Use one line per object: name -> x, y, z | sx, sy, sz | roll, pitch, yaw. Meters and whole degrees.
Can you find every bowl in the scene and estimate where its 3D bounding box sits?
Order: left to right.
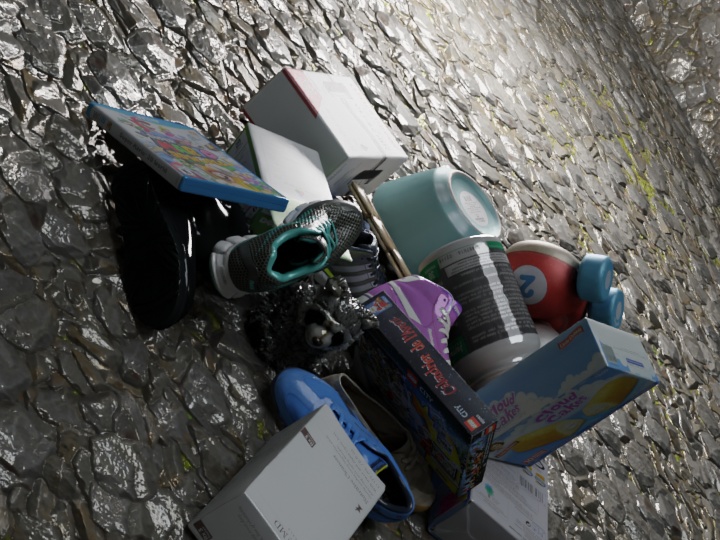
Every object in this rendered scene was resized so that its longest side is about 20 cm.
bowl -> 0.120, -0.064, 1.878 | 0.200, 0.105, 0.201 | 37, 32, -28

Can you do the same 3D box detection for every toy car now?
toy car -> 0.224, 0.081, 1.765 | 0.177, 0.183, 0.201 | 57, 48, -56

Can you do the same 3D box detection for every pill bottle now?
pill bottle -> 0.155, 0.067, 1.678 | 0.113, 0.113, 0.201 | 7, 58, -55

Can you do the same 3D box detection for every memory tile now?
memory tile -> 0.043, -0.019, 1.733 | 0.201, 0.017, 0.153 | 61, 2, 10

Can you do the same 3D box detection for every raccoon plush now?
raccoon plush -> -0.047, 0.022, 1.481 | 0.097, 0.134, 0.201 | 35, 33, -32

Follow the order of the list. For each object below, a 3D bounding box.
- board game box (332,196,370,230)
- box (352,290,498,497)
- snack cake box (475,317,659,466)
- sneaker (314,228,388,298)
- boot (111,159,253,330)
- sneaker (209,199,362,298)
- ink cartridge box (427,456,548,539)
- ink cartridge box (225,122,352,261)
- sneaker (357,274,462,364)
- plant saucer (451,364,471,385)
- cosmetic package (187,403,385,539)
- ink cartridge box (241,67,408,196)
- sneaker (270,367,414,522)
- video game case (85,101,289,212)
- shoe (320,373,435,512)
board game box -> -0.061, -0.076, 1.695 | 0.200, 0.019, 0.103 | 38, 30, -29
box -> 0.066, 0.136, 1.488 | 0.038, 0.137, 0.200 | -29, 61, -23
snack cake box -> 0.223, 0.142, 1.545 | 0.115, 0.200, 0.067 | 17, 44, -46
sneaker -> 0.000, 0.000, 1.639 | 0.200, 0.081, 0.074 | 39, 31, -27
boot -> -0.173, -0.016, 1.404 | 0.162, 0.073, 0.199 | 25, 41, -53
sneaker -> -0.056, -0.022, 1.390 | 0.200, 0.091, 0.078 | -30, 108, -41
ink cartridge box -> 0.154, 0.255, 1.604 | 0.136, 0.076, 0.200 | 42, 32, -20
ink cartridge box -> -0.085, -0.072, 1.542 | 0.103, 0.059, 0.201 | 21, 33, -33
sneaker -> 0.089, 0.086, 1.580 | 0.114, 0.073, 0.201 | -25, 65, -22
plant saucer -> 0.180, 0.158, 1.799 | 0.200, 0.035, 0.201 | 39, 31, -29
cosmetic package -> -0.065, 0.224, 1.286 | 0.113, 0.081, 0.200 | 54, 26, -5
ink cartridge box -> -0.041, -0.175, 1.739 | 0.145, 0.084, 0.200 | 55, 21, 11
sneaker -> -0.012, 0.178, 1.408 | 0.066, 0.078, 0.200 | -41, 97, -22
video game case -> -0.184, -0.120, 1.430 | 0.143, 0.018, 0.200 | 10, 20, -45
shoe -> 0.020, 0.189, 1.490 | 0.200, 0.053, 0.070 | 46, 29, -16
